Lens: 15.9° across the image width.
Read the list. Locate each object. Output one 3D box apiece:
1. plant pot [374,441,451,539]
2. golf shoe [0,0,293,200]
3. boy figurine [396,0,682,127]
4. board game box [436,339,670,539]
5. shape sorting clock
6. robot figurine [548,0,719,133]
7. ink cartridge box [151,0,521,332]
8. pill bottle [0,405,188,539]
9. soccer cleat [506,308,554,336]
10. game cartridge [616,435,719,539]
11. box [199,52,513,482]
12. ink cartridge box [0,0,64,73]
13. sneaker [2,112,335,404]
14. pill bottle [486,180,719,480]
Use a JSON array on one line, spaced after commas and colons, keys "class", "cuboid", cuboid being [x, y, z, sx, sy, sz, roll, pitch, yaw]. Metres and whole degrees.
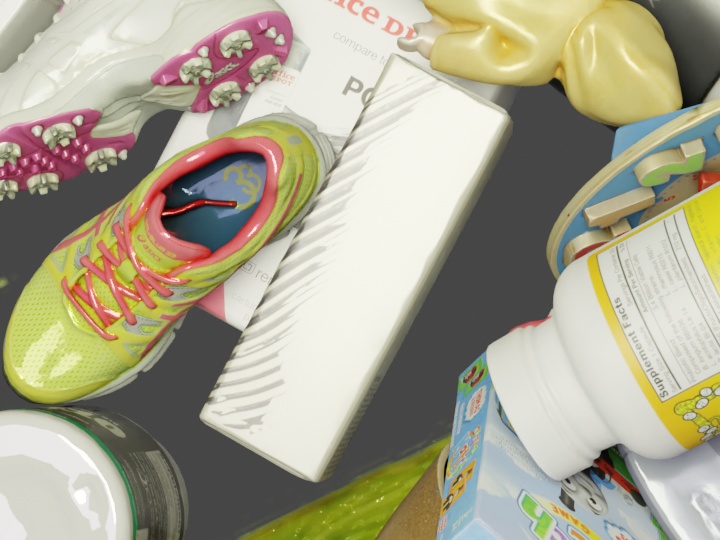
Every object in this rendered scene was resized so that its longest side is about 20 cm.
[{"class": "plant pot", "cuboid": [0.042, 0.220, 1.284, 0.186, 0.186, 0.200, 46, 109, 6]}, {"class": "golf shoe", "cuboid": [-0.134, -0.105, 1.294, 0.199, 0.075, 0.092, -25, 67, 3]}, {"class": "boy figurine", "cuboid": [0.076, -0.142, 1.233, 0.199, 0.064, 0.125, 34, 83, 3]}, {"class": "board game box", "cuboid": [0.105, 0.130, 1.240, 0.151, 0.200, 0.037, 41, 111, -11]}, {"class": "shape sorting clock", "cuboid": [0.185, -0.039, 1.258, 0.199, 0.200, 0.039, -20, 66, 5]}, {"class": "robot figurine", "cuboid": [0.170, -0.148, 1.303, 0.200, 0.125, 0.151, 40, 116, 7]}, {"class": "ink cartridge box", "cuboid": [-0.018, -0.059, 1.339, 0.145, 0.085, 0.201, 28, 89, 7]}, {"class": "pill bottle", "cuboid": [-0.149, 0.125, 1.287, 0.112, 0.200, 0.114, 0, 87, 6]}, {"class": "soccer cleat", "cuboid": [0.171, 0.066, 1.319, 0.198, 0.067, 0.077, 8, 77, 3]}, {"class": "game cartridge", "cuboid": [0.211, 0.101, 1.260, 0.133, 0.040, 0.200, -36, 79, -8]}, {"class": "box", "cuboid": [0.000, 0.000, 1.253, 0.068, 0.082, 0.201, 28, 89, 5]}, {"class": "ink cartridge box", "cuboid": [-0.269, -0.151, 1.351, 0.200, 0.125, 0.129, 39, 92, 6]}, {"class": "sneaker", "cuboid": [-0.103, -0.009, 1.260, 0.200, 0.090, 0.078, -42, 86, 6]}, {"class": "pill bottle", "cuboid": [0.161, 0.020, 1.197, 0.199, 0.104, 0.105, -29, 84, 15]}]
